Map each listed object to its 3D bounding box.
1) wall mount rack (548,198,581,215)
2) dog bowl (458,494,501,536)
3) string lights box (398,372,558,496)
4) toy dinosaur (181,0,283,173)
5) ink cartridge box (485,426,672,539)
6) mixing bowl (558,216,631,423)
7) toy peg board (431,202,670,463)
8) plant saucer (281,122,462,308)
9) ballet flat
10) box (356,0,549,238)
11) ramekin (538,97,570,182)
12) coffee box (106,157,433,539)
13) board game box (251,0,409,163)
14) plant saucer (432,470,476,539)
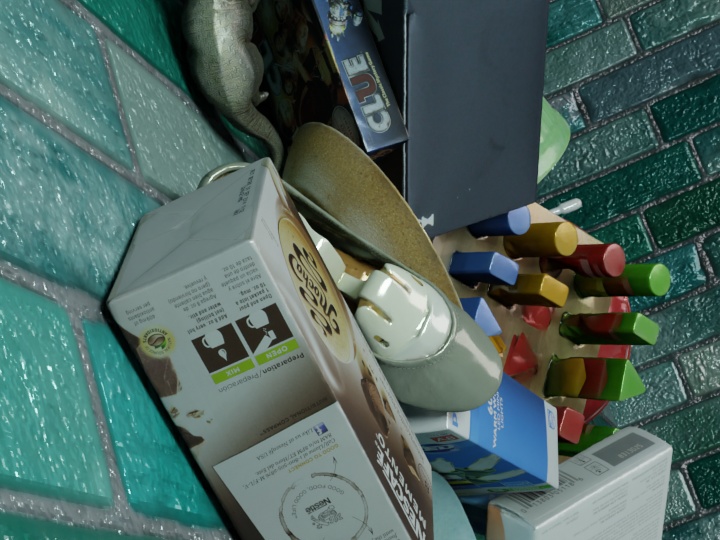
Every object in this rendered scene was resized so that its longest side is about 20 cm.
[{"bbox_3d":[0.139,0.026,1.388,0.074,0.173,0.202,-3,69,-52],"label":"wall mount rack"},{"bbox_3d":[0.100,0.166,1.124,0.200,0.110,0.050,44,59,-62],"label":"dog bowl"},{"bbox_3d":[0.045,0.095,0.941,0.200,0.102,0.060,34,53,-59],"label":"string lights box"},{"bbox_3d":[-0.089,-0.149,0.966,0.102,0.076,0.202,-61,153,-78],"label":"toy dinosaur"},{"bbox_3d":[0.153,0.230,1.084,0.161,0.050,0.202,-20,124,-40],"label":"ink cartridge box"},{"bbox_3d":[0.120,0.051,1.288,0.108,0.199,0.202,-8,74,-56],"label":"mixing bowl"},{"bbox_3d":[0.136,0.043,1.135,0.198,0.097,0.202,27,72,-36],"label":"toy peg board"},{"bbox_3d":[0.000,0.000,0.987,0.201,0.035,0.201,50,-19,24],"label":"plant saucer"},{"bbox_3d":[-0.010,0.010,0.816,0.199,0.068,0.064,33,-19,8],"label":"ballet flat"},{"bbox_3d":[0.031,-0.160,1.064,0.200,0.116,0.198,48,-33,46],"label":"box"},{"bbox_3d":[0.074,-0.111,1.314,0.098,0.199,0.200,55,15,-18],"label":"ramekin"},{"bbox_3d":[-0.038,0.062,0.748,0.113,0.079,0.201,-87,152,-67],"label":"coffee box"},{"bbox_3d":[-0.038,-0.160,1.029,0.202,0.034,0.135,70,-22,5],"label":"board game box"},{"bbox_3d":[0.048,0.224,0.906,0.201,0.038,0.203,-16,90,-77],"label":"plant saucer"}]
